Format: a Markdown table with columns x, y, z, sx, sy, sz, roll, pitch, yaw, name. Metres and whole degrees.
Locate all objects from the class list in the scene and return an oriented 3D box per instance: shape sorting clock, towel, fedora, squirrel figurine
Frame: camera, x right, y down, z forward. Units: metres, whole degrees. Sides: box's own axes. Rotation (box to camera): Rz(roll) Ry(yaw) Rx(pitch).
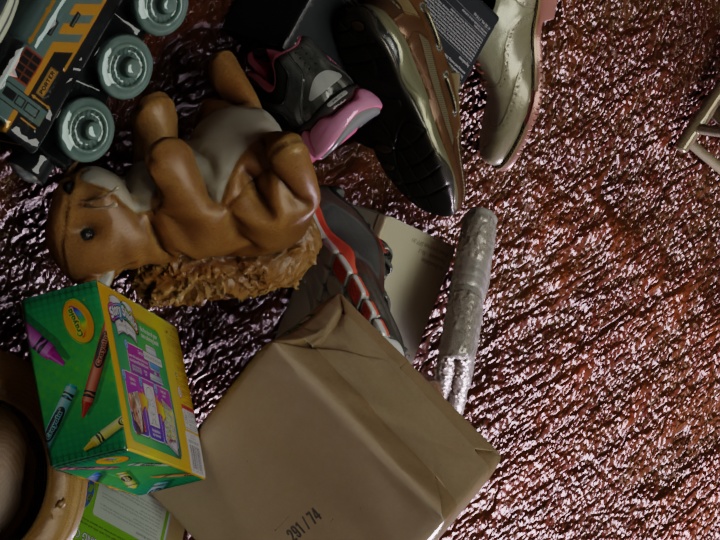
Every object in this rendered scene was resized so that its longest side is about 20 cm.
| x | y | z | sx | sy | sz | roll | pitch | yaw | name |
| --- | --- | --- | --- | --- | --- | --- | --- | --- | --- |
| -0.200 | 0.167 | 1.782 | 0.199 | 0.039 | 0.202 | 14 | 73 | -52 | shape sorting clock |
| 0.086 | 0.043 | 1.974 | 0.200 | 0.034 | 0.133 | 94 | 5 | -70 | towel |
| -0.291 | 0.146 | 1.647 | 0.199 | 0.082 | 0.202 | 0 | 89 | -27 | fedora |
| -0.131 | -0.031 | 1.716 | 0.186 | 0.142 | 0.201 | -29 | 140 | -10 | squirrel figurine |

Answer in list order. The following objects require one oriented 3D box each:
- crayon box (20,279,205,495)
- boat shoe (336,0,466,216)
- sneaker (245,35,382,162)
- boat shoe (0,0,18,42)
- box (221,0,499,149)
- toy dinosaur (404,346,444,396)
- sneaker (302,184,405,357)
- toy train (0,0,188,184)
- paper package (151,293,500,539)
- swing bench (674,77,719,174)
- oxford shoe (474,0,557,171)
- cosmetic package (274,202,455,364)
| x | y | z | sx | sy | sz | roll | pitch | yaw | name |
| --- | --- | --- | --- | --- | --- | --- | --- | --- | --- |
| -0.171 | 0.086 | 1.670 | 0.200 | 0.058 | 0.120 | 42 | 34 | -74 | crayon box |
| 0.048 | -0.132 | 1.819 | 0.074 | 0.075 | 0.201 | -45 | 135 | -28 | boat shoe |
| -0.052 | -0.126 | 1.770 | 0.079 | 0.200 | 0.095 | -44 | 96 | -19 | sneaker |
| -0.256 | -0.215 | 1.578 | 0.062 | 0.074 | 0.201 | 31 | 77 | -43 | boat shoe |
| 0.003 | -0.193 | 1.856 | 0.200 | 0.079 | 0.142 | 38 | 76 | -48 | box |
| 0.025 | 0.110 | 1.888 | 0.199 | 0.085 | 0.137 | -3 | 90 | -56 | toy dinosaur |
| 0.000 | 0.000 | 1.837 | 0.081 | 0.201 | 0.077 | -8 | 143 | -32 | sneaker |
| -0.203 | -0.162 | 1.649 | 0.114 | 0.085 | 0.201 | 37 | 76 | -37 | toy train |
| -0.028 | 0.155 | 1.772 | 0.200 | 0.191 | 0.103 | -50 | 173 | 36 | paper package |
| 0.432 | -0.162 | 2.296 | 0.199 | 0.129 | 0.201 | 32 | 75 | -47 | swing bench |
| 0.115 | -0.184 | 2.004 | 0.073 | 0.071 | 0.202 | 1 | 106 | -21 | oxford shoe |
| -0.009 | 0.053 | 1.943 | 0.103 | 0.073 | 0.201 | 21 | 88 | -49 | cosmetic package |
